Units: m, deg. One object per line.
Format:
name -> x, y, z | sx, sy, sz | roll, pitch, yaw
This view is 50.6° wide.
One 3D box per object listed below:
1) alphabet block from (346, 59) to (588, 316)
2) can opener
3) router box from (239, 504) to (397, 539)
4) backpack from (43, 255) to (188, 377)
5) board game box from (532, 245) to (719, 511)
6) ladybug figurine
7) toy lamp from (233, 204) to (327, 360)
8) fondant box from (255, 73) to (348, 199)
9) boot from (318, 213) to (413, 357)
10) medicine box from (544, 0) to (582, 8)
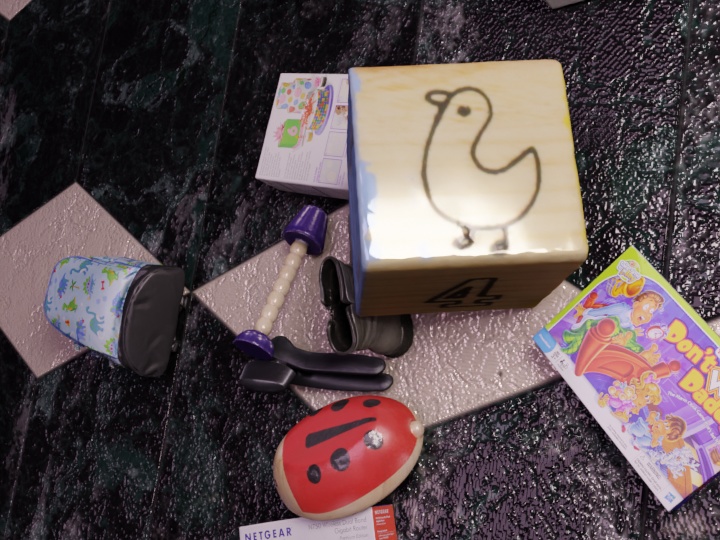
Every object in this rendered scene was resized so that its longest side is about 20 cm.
alphabet block -> 0.088, -0.071, 0.745 | 0.195, 0.197, 0.200 | -4, 76, -3
can opener -> -0.050, 0.124, 0.923 | 0.196, 0.064, 0.080 | 1, 53, 25
router box -> -0.045, 0.373, 0.864 | 0.197, 0.049, 0.183 | -19, 69, 29
backpack -> -0.364, 0.050, 1.111 | 0.198, 0.152, 0.167 | 19, 97, 48
board game box -> 0.276, 0.097, 0.714 | 0.135, 0.044, 0.201 | -45, 58, 17
ladybug figurine -> -0.021, 0.201, 0.852 | 0.197, 0.072, 0.137 | -27, 40, 19
toy lamp -> -0.092, 0.010, 0.945 | 0.057, 0.058, 0.203 | 5, 62, 34
fondant box -> -0.032, -0.171, 0.975 | 0.197, 0.058, 0.148 | 11, 86, 34
boot -> 0.000, 0.000, 0.869 | 0.067, 0.130, 0.204 | -21, 68, 28
medicine box -> 0.266, -0.412, 0.802 | 0.179, 0.102, 0.205 | -6, 76, 33
